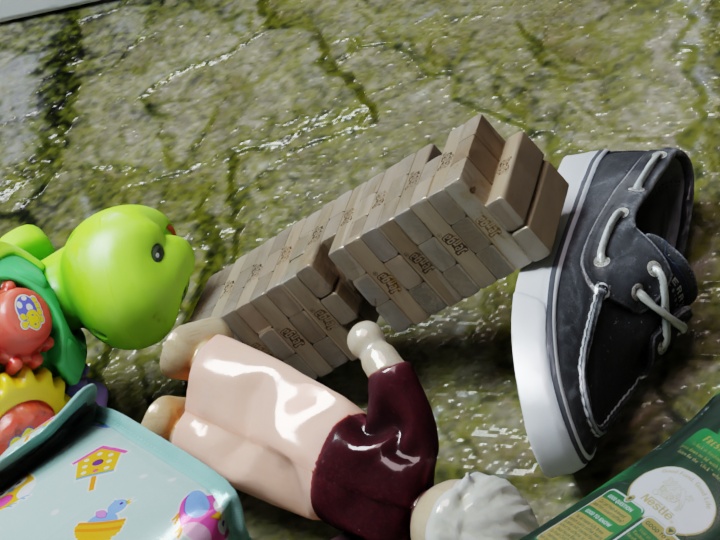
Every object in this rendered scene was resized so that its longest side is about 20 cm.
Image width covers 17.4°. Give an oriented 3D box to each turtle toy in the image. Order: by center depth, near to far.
[{"bbox_3d":[-0.166,0.040,1.103,0.200,0.146,0.101,-45,52,-12],"label":"turtle toy"}]

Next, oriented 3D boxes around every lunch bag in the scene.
[{"bbox_3d":[-0.137,0.142,0.983,0.170,0.122,0.200,-37,32,-15],"label":"lunch bag"}]

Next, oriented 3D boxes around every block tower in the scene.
[{"bbox_3d":[0.000,0.000,1.075,0.199,0.054,0.058,-30,23,32],"label":"block tower"}]

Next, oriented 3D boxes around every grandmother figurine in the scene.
[{"bbox_3d":[-0.006,0.082,1.012,0.199,0.122,0.060,27,24,35],"label":"grandmother figurine"}]

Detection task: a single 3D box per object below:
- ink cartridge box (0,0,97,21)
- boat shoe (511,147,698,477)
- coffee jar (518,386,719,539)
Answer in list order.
[{"bbox_3d":[-0.183,-0.268,1.494,0.198,0.147,0.147,-9,39,21],"label":"ink cartridge box"},{"bbox_3d":[0.115,0.012,1.042,0.067,0.072,0.201,-10,32,23],"label":"boat shoe"},{"bbox_3d":[0.128,0.110,0.877,0.199,0.105,0.085,-35,40,-14],"label":"coffee jar"}]
